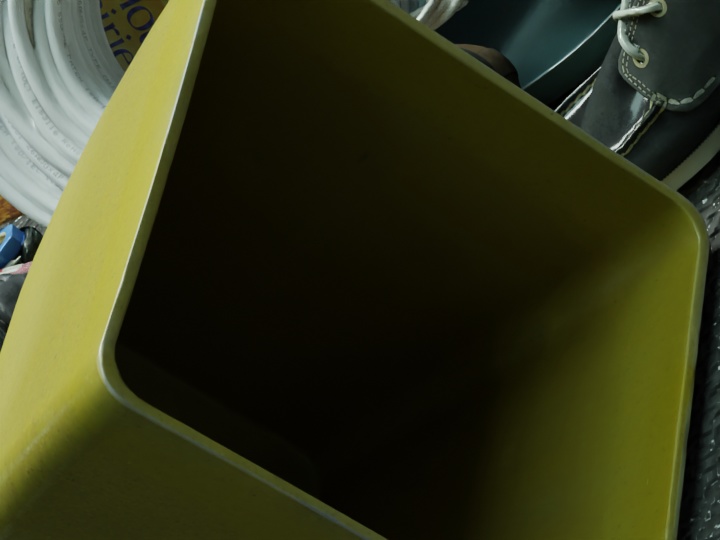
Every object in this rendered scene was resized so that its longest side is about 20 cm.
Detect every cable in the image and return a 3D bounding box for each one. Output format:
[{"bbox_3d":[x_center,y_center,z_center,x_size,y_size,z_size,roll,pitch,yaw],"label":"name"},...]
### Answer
[{"bbox_3d":[-0.077,-0.101,1.102,0.069,0.200,0.200,-28,-32,-61],"label":"cable"}]

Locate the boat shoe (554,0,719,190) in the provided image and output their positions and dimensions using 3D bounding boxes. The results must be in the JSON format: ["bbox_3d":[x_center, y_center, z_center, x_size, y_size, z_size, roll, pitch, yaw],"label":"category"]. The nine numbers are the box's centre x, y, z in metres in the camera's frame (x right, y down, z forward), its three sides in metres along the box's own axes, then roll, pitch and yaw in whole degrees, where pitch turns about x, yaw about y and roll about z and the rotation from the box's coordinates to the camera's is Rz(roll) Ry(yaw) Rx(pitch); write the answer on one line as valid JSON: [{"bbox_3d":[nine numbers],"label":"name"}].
[{"bbox_3d":[0.114,-0.087,0.985,0.200,0.068,0.072,-44,30,13],"label":"boat shoe"}]

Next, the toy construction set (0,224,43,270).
[{"bbox_3d":[-0.144,0.038,1.185,0.200,0.092,0.131,4,58,44],"label":"toy construction set"}]

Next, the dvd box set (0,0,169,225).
[{"bbox_3d":[-0.150,-0.100,1.205,0.200,0.147,0.029,-22,14,28],"label":"dvd box set"}]

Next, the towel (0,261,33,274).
[{"bbox_3d":[-0.147,0.074,1.103,0.023,0.145,0.200,-23,8,-41],"label":"towel"}]

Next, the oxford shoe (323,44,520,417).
[{"bbox_3d":[0.000,0.000,1.054,0.200,0.073,0.084,-50,-8,20],"label":"oxford shoe"}]

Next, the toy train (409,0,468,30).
[{"bbox_3d":[0.079,-0.154,1.010,0.200,0.056,0.150,-25,15,50],"label":"toy train"}]

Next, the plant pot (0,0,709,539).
[{"bbox_3d":[-0.026,0.047,0.907,0.176,0.200,0.200,-40,27,42],"label":"plant pot"}]

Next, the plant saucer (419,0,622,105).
[{"bbox_3d":[0.075,-0.128,1.130,0.200,0.027,0.200,-35,32,26],"label":"plant saucer"}]

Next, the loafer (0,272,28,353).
[{"bbox_3d":[-0.167,0.073,1.051,0.070,0.068,0.201,-32,-14,-42],"label":"loafer"}]
